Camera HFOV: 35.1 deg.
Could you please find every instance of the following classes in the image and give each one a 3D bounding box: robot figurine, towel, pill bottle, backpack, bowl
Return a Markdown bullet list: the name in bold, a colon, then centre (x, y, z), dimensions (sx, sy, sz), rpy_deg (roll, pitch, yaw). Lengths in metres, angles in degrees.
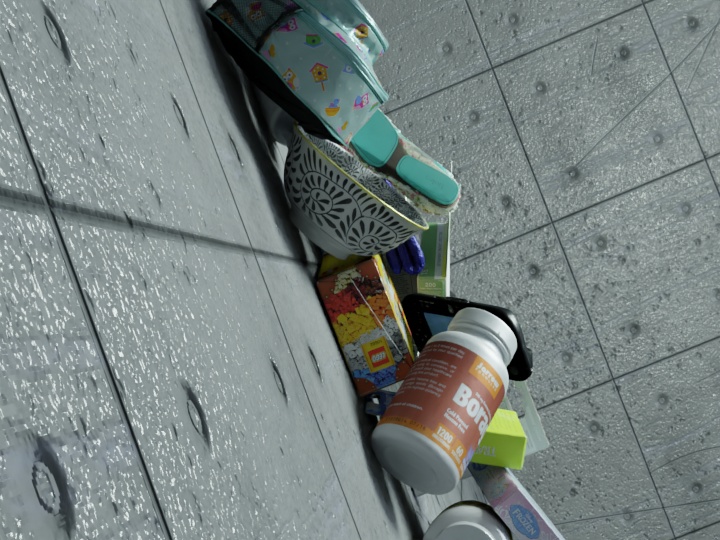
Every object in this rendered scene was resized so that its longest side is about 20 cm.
- **robot figurine**: centre (-0.081, -0.240, 1.464), dimensions (0.170, 0.111, 0.202), rpy_deg (-54, -134, 44)
- **towel**: centre (0.035, -0.075, 1.544), dimensions (0.200, 0.049, 0.149), rpy_deg (-102, 166, -79)
- **pill bottle**: centre (0.102, 0.145, 1.307), dimensions (0.201, 0.111, 0.113), rpy_deg (-56, 139, -31)
- **backpack**: centre (-0.053, -0.247, 1.291), dimensions (0.201, 0.153, 0.176), rpy_deg (53, 5, 23)
- **pill bottle**: centre (0.128, 0.336, 1.358), dimensions (0.200, 0.110, 0.113), rpy_deg (43, 26, -78)
- **bowl**: centre (-0.024, -0.076, 1.340), dimensions (0.199, 0.095, 0.201), rpy_deg (36, 11, -8)

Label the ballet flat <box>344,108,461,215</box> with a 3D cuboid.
- **ballet flat**: centre (0.036, -0.134, 1.398), dimensions (0.200, 0.076, 0.064), rpy_deg (42, -21, -5)

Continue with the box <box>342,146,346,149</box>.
- **box**: centre (-0.078, -0.262, 1.731), dimensions (0.201, 0.094, 0.101), rpy_deg (63, 7, -52)

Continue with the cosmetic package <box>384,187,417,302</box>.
- **cosmetic package**: centre (0.032, -0.030, 1.698), dimensions (0.073, 0.101, 0.204), rpy_deg (50, 33, -77)

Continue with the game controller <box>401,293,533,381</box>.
- **game controller**: centre (0.132, 0.081, 1.436), dimensions (0.198, 0.042, 0.105), rpy_deg (8, -44, 48)

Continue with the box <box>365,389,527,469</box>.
- **box**: centre (0.100, 0.194, 1.411), dimensions (0.122, 0.196, 0.049), rpy_deg (-84, -177, -81)

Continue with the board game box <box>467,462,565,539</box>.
- **board game box**: centre (0.215, 0.320, 1.415), dimensions (0.201, 0.043, 0.199), rpy_deg (51, 0, -11)

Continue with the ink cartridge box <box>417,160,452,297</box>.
- **ink cartridge box**: centre (0.104, -0.029, 1.578), dimensions (0.146, 0.047, 0.203), rpy_deg (-81, 169, -56)

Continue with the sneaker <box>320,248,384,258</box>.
- **sneaker**: centre (0.000, 0.000, 1.563), dimensions (0.077, 0.080, 0.203), rpy_deg (-104, 173, -71)

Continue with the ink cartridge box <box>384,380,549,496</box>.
- **ink cartridge box**: centre (0.139, 0.198, 1.554), dimensions (0.050, 0.197, 0.163), rpy_deg (15, 53, -81)

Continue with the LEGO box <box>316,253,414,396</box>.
- **LEGO box**: centre (0.009, 0.051, 1.435), dimensions (0.200, 0.076, 0.151), rpy_deg (-85, 154, -80)

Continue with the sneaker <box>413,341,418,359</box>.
- **sneaker**: centre (0.059, 0.162, 1.677), dimensions (0.090, 0.077, 0.202), rpy_deg (92, -17, -52)
